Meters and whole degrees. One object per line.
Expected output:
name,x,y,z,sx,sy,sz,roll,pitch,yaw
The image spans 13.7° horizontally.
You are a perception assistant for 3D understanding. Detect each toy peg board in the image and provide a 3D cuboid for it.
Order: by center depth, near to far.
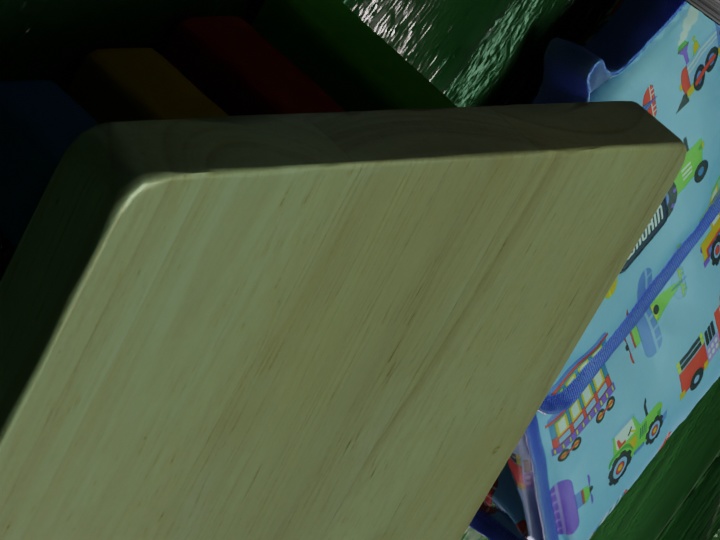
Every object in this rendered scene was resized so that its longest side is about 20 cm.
toy peg board,-0.057,0.029,0.669,0.199,0.098,0.201,-6,131,-53

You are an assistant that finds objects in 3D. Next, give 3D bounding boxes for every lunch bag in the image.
lunch bag,0.074,-0.015,1.047,0.151,0.094,0.201,-48,153,-27

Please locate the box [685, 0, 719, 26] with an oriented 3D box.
box,0.122,-0.155,0.836,0.141,0.079,0.200,-53,167,0
